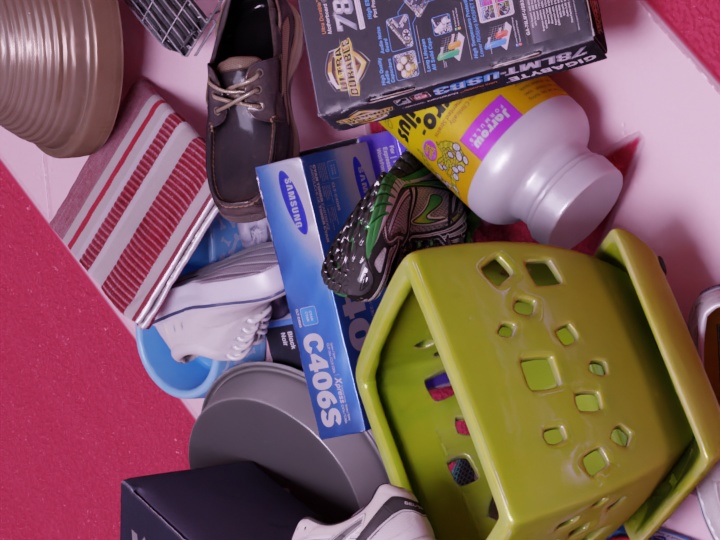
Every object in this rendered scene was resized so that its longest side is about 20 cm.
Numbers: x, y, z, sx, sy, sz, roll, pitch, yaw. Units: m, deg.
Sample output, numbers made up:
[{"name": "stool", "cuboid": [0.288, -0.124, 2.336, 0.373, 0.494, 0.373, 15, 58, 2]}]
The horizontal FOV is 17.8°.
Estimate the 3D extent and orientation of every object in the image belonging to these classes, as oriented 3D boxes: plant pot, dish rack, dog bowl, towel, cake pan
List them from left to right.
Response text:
[{"name": "plant pot", "cuboid": [-0.274, -0.187, 1.847, 0.201, 0.092, 0.202, 24, 119, 56]}, {"name": "towel", "cuboid": [-0.170, -0.054, 1.799, 0.145, 0.023, 0.200, -58, 36, 9]}, {"name": "dog bowl", "cuboid": [-0.135, 0.011, 1.848, 0.111, 0.049, 0.202, 10, 107, 38]}, {"name": "dish rack", "cuboid": [-0.124, -0.271, 1.763, 0.154, 0.054, 0.200, 53, 130, 19]}, {"name": "cake pan", "cuboid": [-0.057, 0.168, 1.800, 0.199, 0.037, 0.201, 21, 128, 28]}, {"name": "plant pot", "cuboid": [0.123, 0.094, 1.524, 0.200, 0.180, 0.200, 111, 142, -62]}]

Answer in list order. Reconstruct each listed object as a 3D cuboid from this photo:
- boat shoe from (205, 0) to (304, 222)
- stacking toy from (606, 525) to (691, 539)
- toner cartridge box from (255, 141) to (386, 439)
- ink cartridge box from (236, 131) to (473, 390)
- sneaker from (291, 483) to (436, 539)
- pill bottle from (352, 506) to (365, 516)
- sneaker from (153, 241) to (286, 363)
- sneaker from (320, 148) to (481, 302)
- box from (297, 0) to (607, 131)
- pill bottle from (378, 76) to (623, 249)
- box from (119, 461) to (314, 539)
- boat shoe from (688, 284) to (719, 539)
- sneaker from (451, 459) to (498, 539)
[{"name": "boat shoe", "cuboid": [-0.088, -0.130, 1.691, 0.074, 0.073, 0.201, -10, 58, 17]}, {"name": "stacking toy", "cuboid": [0.155, 0.255, 1.567, 0.116, 0.199, 0.111, 14, 110, 38]}, {"name": "toner cartridge box", "cuboid": [-0.012, 0.013, 1.660, 0.043, 0.095, 0.201, -12, 93, 32]}, {"name": "ink cartridge box", "cuboid": [0.000, 0.000, 1.736, 0.199, 0.043, 0.200, -12, 93, 40]}, {"name": "sneaker", "cuboid": [-0.031, 0.213, 1.549, 0.199, 0.076, 0.088, -29, 58, 20]}, {"name": "pill bottle", "cuboid": [0.017, 0.283, 1.742, 0.114, 0.114, 0.201, 38, 131, 27]}, {"name": "sneaker", "cuboid": [-0.094, 0.028, 1.735, 0.200, 0.073, 0.071, -15, 106, 60]}, {"name": "sneaker", "cuboid": [0.037, -0.026, 1.589, 0.085, 0.200, 0.078, 36, 119, 4]}, {"name": "box", "cuboid": [0.052, -0.215, 1.548, 0.197, 0.050, 0.201, -15, 75, 17]}, {"name": "pill bottle", "cuboid": [0.088, -0.103, 1.594, 0.200, 0.104, 0.105, 44, 125, 23]}, {"name": "box", "cuboid": [-0.094, 0.272, 1.703, 0.196, 0.117, 0.201, 30, 122, 58]}, {"name": "boat shoe", "cuboid": [0.253, 0.111, 1.521, 0.070, 0.070, 0.202, -5, 95, 10]}, {"name": "sneaker", "cuboid": [0.088, 0.191, 1.645, 0.077, 0.201, 0.091, 26, 142, -11]}]
